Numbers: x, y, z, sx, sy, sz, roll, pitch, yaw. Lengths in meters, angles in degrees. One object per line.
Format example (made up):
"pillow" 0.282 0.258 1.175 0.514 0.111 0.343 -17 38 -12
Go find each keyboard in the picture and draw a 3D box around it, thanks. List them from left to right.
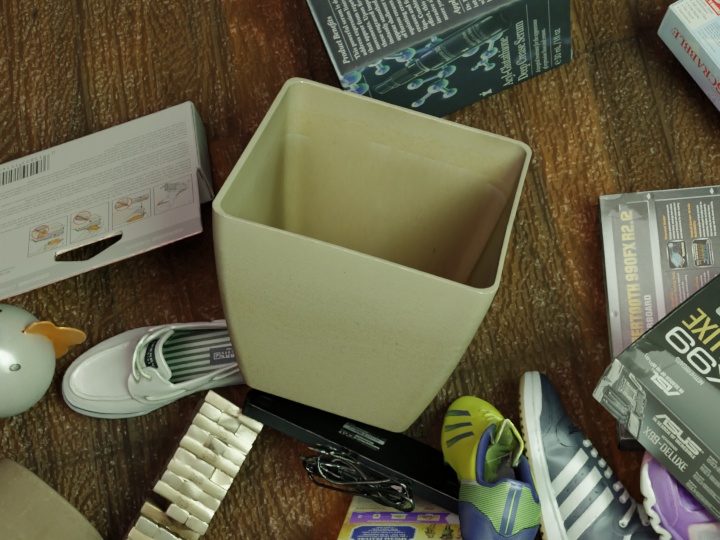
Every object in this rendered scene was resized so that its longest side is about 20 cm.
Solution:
"keyboard" -0.007 0.148 1.004 0.198 0.104 0.040 23 107 12

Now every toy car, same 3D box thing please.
"toy car" -0.325 0.077 1.049 0.198 0.177 0.186 -23 69 -10

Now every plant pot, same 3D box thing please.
"plant pot" -0.293 0.245 0.989 0.199 0.201 0.175 33 66 17
"plant pot" 0.000 0.000 0.971 0.198 0.178 0.200 17 37 4

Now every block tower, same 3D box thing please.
"block tower" -0.149 0.196 1.027 0.054 0.058 0.201 31 82 -7

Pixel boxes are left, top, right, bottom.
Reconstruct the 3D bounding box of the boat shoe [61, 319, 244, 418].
"boat shoe" -0.161 0.071 1.066 0.198 0.067 0.074 -15 72 5

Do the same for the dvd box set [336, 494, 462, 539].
"dvd box set" 0.050 0.215 0.925 0.144 0.200 0.030 -2 104 9

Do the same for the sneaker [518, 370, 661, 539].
"sneaker" 0.186 0.168 0.976 0.107 0.070 0.202 -13 77 9

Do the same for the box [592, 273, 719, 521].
"box" 0.284 0.106 0.894 0.157 0.050 0.200 -30 66 -34

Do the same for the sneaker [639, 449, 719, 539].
"sneaker" 0.282 0.188 0.907 0.200 0.088 0.081 47 51 -6

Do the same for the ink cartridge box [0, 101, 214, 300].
"ink cartridge box" -0.222 -0.047 1.085 0.198 0.045 0.177 -18 45 5

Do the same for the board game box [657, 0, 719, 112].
"board game box" 0.376 -0.168 1.028 0.198 0.041 0.201 -28 71 -15

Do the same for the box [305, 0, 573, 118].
"box" 0.066 -0.210 1.063 0.198 0.149 0.108 -23 71 3

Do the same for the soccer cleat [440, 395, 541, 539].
"soccer cleat" 0.100 0.136 0.945 0.064 0.201 0.085 12 111 -6

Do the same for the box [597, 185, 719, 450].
"box" 0.272 0.035 1.009 0.156 0.048 0.202 -5 73 9
